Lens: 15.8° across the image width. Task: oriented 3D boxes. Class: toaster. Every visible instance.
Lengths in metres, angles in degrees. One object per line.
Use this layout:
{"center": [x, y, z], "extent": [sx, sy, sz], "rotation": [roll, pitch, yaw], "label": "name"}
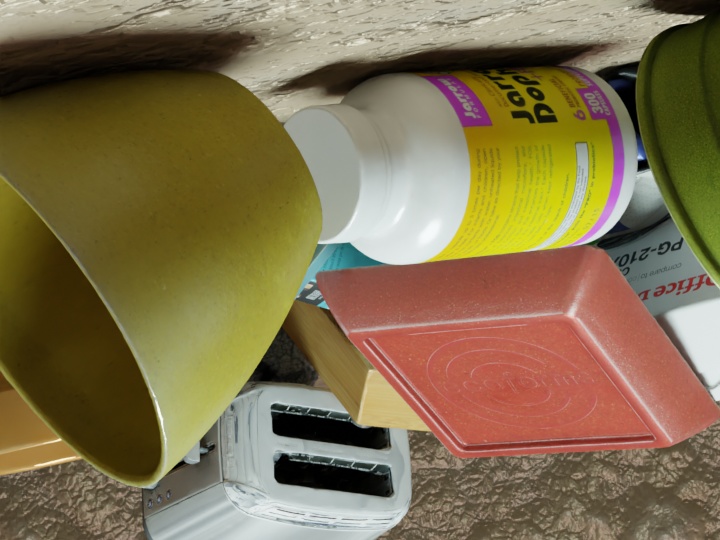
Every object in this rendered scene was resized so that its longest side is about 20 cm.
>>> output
{"center": [-0.051, 0.148, 1.850], "extent": [0.200, 0.114, 0.129], "rotation": [12, 154, -29], "label": "toaster"}

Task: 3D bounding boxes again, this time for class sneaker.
{"center": [0.171, -0.085, 1.579], "extent": [0.115, 0.081, 0.199], "rotation": [-2, 162, -38], "label": "sneaker"}

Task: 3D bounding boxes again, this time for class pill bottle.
{"center": [0.051, -0.058, 1.420], "extent": [0.200, 0.104, 0.104], "rotation": [-7, 171, -42], "label": "pill bottle"}

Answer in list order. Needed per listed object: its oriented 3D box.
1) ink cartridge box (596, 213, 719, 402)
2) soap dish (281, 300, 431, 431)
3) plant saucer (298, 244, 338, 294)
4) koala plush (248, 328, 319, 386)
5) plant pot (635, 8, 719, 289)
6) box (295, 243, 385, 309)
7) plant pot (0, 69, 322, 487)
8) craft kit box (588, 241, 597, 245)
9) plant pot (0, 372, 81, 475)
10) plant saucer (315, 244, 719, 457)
{"center": [0.232, -0.018, 1.667], "extent": [0.145, 0.200, 0.084], "rotation": [-19, 128, 43], "label": "ink cartridge box"}
{"center": [0.031, 0.043, 1.849], "extent": [0.157, 0.081, 0.200], "rotation": [6, -156, -28], "label": "soap dish"}
{"center": [-0.032, -0.014, 1.553], "extent": [0.200, 0.027, 0.200], "rotation": [-52, 180, 0], "label": "plant saucer"}
{"center": [-0.163, 0.073, 1.947], "extent": [0.200, 0.184, 0.177], "rotation": [26, 176, -32], "label": "koala plush"}
{"center": [0.281, -0.084, 1.343], "extent": [0.193, 0.200, 0.200], "rotation": [-31, 163, 36], "label": "plant pot"}
{"center": [0.000, 0.000, 1.701], "extent": [0.200, 0.049, 0.082], "rotation": [16, 168, -9], "label": "box"}
{"center": [-0.104, -0.018, 1.250], "extent": [0.142, 0.200, 0.200], "rotation": [-36, -176, -24], "label": "plant pot"}
{"center": [0.191, 0.007, 1.919], "extent": [0.200, 0.198, 0.049], "rotation": [-14, 129, 21], "label": "craft kit box"}
{"center": [-0.215, 0.055, 1.736], "extent": [0.200, 0.140, 0.200], "rotation": [-12, 174, -1], "label": "plant pot"}
{"center": [0.096, 0.060, 1.614], "extent": [0.200, 0.037, 0.200], "rotation": [-6, 143, 30], "label": "plant saucer"}
